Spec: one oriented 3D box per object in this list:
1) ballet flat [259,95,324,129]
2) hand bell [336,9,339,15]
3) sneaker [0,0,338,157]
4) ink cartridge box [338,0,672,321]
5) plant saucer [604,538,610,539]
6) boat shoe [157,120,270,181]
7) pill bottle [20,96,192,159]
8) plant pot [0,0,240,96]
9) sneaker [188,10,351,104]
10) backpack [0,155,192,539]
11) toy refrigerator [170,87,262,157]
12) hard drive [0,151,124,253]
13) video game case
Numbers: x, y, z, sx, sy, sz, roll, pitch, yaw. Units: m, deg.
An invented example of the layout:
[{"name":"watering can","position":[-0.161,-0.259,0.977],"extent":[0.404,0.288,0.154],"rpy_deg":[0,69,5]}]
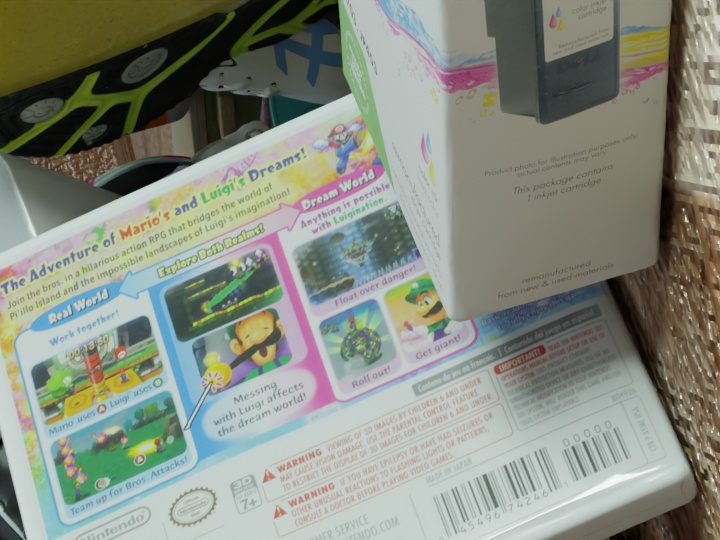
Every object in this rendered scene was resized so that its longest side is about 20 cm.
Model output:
[{"name":"ballet flat","position":[0.000,0.000,0.988],"extent":[0.071,0.069,0.201],"rpy_deg":[51,-157,-66]},{"name":"hand bell","position":[-0.050,-0.202,0.951],"extent":[0.201,0.104,0.104],"rpy_deg":[65,172,-6]},{"name":"sneaker","position":[-0.080,-0.108,0.823],"extent":[0.077,0.199,0.075],"rpy_deg":[52,147,11]},{"name":"ink cartridge box","position":[0.033,-0.100,0.586],"extent":[0.201,0.067,0.117],"rpy_deg":[85,167,-46]},{"name":"plant saucer","position":[0.014,0.082,0.791],"extent":[0.201,0.039,0.201],"rpy_deg":[40,158,20]},{"name":"boat shoe","position":[0.017,0.001,0.826],"extent":[0.201,0.086,0.075],"rpy_deg":[32,154,32]},{"name":"pill bottle","position":[-0.187,-0.102,1.035],"extent":[0.110,0.199,0.110],"rpy_deg":[166,90,-81]},{"name":"plant pot","position":[-0.079,-0.201,0.740],"extent":[0.201,0.175,0.201],"rpy_deg":[95,159,-45]},{"name":"sneaker","position":[-0.077,-0.095,0.899],"extent":[0.072,0.199,0.073],"rpy_deg":[18,93,59]},{"name":"backpack","position":[-0.106,0.053,1.026],"extent":[0.178,0.200,0.151],"rpy_deg":[46,162,3]},{"name":"toy refrigerator","position":[-0.058,-0.099,1.121],"extent":[0.200,0.075,0.070],"rpy_deg":[92,161,-58]},{"name":"hard drive","position":[-0.072,0.033,0.853],"extent":[0.200,0.027,0.133],"rpy_deg":[21,-138,-65]},{"name":"video game case","position":[-0.018,0.034,0.699],"extent":[0.024,0.199,0.183],"rpy_deg":[60,-172,-54]}]
